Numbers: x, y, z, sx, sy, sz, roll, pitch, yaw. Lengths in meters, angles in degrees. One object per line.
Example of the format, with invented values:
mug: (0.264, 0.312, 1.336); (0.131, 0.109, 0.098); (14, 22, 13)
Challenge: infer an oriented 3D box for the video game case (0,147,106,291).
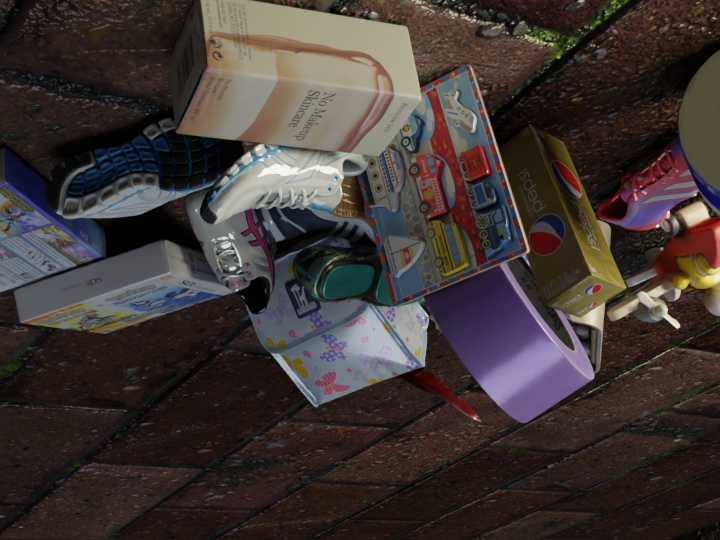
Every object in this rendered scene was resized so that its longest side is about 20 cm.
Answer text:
video game case: (-0.398, -0.043, 1.214); (0.181, 0.045, 0.200); (-15, 154, 12)

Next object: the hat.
hat: (0.025, 0.142, 1.567); (0.166, 0.176, 0.200); (16, 146, -38)

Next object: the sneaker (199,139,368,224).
sneaker: (-0.063, -0.085, 1.084); (0.200, 0.087, 0.075); (-37, 179, -36)

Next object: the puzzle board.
puzzle board: (0.068, -0.082, 1.116); (0.151, 0.200, 0.017); (-23, 160, 26)

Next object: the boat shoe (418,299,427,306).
boat shoe: (0.117, -0.002, 1.459); (0.071, 0.072, 0.200); (1, 164, -37)

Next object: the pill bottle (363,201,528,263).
pill bottle: (0.101, -0.053, 1.282); (0.114, 0.114, 0.200); (-26, 149, 30)

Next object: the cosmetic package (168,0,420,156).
cosmetic package: (-0.060, -0.171, 1.023); (0.200, 0.087, 0.103); (3, 150, -23)

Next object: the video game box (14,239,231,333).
video game box: (-0.268, 0.023, 1.346); (0.200, 0.047, 0.182); (-18, 165, 17)

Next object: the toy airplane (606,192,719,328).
toy airplane: (0.428, 0.003, 1.472); (0.200, 0.141, 0.199); (-43, 160, 28)

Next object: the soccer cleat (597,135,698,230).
soccer cleat: (0.344, -0.105, 1.321); (0.076, 0.067, 0.200); (2, 155, -12)

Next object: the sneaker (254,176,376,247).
sneaker: (-0.037, -0.060, 1.277); (0.108, 0.070, 0.200); (-15, 160, 27)

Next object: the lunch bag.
lunch bag: (-0.036, 0.052, 1.416); (0.170, 0.127, 0.200); (-22, 119, 22)

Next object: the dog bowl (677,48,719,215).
dog bowl: (0.417, -0.138, 1.120); (0.200, 0.200, 0.079); (-20, 150, 20)

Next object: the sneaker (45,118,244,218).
sneaker: (-0.206, -0.097, 1.145); (0.200, 0.075, 0.087); (-13, 168, 12)

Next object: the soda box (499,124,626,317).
soda box: (0.207, -0.053, 1.216); (0.068, 0.200, 0.064); (18, 136, -43)

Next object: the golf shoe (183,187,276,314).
golf shoe: (-0.138, -0.026, 1.281); (0.073, 0.092, 0.200); (-15, 148, 10)

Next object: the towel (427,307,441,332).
towel: (0.187, 0.080, 1.581); (0.200, 0.037, 0.148); (14, 163, 21)

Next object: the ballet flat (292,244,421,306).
ballet flat: (0.000, 0.000, 1.285); (0.074, 0.074, 0.200); (-27, 159, 32)

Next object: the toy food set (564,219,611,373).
toy food set: (0.291, 0.038, 1.500); (0.060, 0.144, 0.200); (5, 157, 12)

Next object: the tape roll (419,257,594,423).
tape roll: (0.148, 0.050, 1.171); (0.085, 0.200, 0.200); (-36, 147, 15)
